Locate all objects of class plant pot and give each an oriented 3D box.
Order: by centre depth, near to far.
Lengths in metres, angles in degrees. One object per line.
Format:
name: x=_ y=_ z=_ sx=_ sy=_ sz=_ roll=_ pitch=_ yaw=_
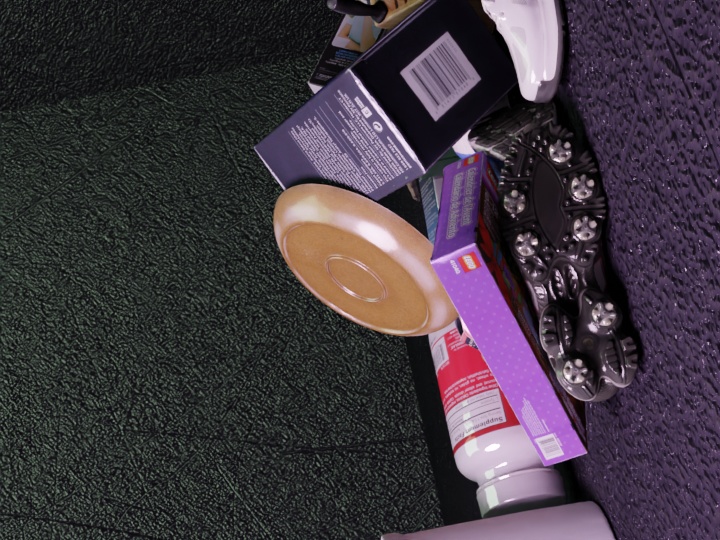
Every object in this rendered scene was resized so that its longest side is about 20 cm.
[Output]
plant pot: x=0.000 y=0.000 z=0.996 sx=0.028 sy=0.197 sz=0.201 roll=-57 pitch=-20 yaw=-26

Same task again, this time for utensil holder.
utensil holder: x=0.129 y=0.303 z=0.963 sx=0.170 sy=0.196 sz=0.174 roll=170 pitch=90 yaw=-88

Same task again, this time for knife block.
knife block: x=0.042 y=-0.256 z=0.991 sx=0.200 sy=0.172 sz=0.065 roll=93 pitch=167 yaw=-82

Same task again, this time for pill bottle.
pill bottle: x=0.139 y=0.138 z=1.079 sx=0.113 sy=0.110 sz=0.203 roll=84 pitch=175 yaw=-64

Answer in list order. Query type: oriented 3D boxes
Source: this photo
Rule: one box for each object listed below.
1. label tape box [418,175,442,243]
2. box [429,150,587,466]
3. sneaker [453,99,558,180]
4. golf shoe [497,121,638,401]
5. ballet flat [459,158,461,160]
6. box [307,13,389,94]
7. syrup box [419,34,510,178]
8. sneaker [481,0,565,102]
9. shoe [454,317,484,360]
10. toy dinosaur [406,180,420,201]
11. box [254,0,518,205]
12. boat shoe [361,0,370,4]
label tape box: x=0.108 y=-0.114 z=1.355 sx=0.144 sy=0.062 sz=0.204 roll=132 pitch=128 yaw=-86
box: x=0.117 y=0.028 z=0.831 sx=0.202 sy=0.039 sz=0.138 roll=59 pitch=-157 yaw=-26
sneaker: x=0.133 y=-0.090 z=0.916 sx=0.090 sy=0.078 sz=0.200 roll=63 pitch=180 yaw=-7
golf shoe: x=0.145 y=-0.003 z=0.796 sx=0.088 sy=0.076 sz=0.204 roll=55 pitch=-155 yaw=-78
ballet flat: x=0.128 y=-0.052 z=1.179 sx=0.201 sy=0.071 sz=0.073 roll=82 pitch=177 yaw=-65
box: x=0.028 y=-0.251 z=1.188 sx=0.203 sy=0.059 sz=0.117 roll=-65 pitch=-28 yaw=-13
syrup box: x=0.098 y=-0.166 z=1.138 sx=0.200 sy=0.080 sz=0.080 roll=102 pitch=157 yaw=-79
sneaker: x=0.084 y=-0.219 z=0.822 sx=0.076 sy=0.113 sz=0.205 roll=109 pitch=151 yaw=-85
shoe: x=0.140 y=0.072 z=1.015 sx=0.072 sy=0.089 sz=0.204 roll=85 pitch=175 yaw=-69
toy dinosaur: x=0.057 y=-0.190 z=1.268 sx=0.047 sy=0.087 sz=0.203 roll=-22 pitch=-48 yaw=-61
box: x=0.019 y=-0.137 z=0.959 sx=0.105 sy=0.148 sz=0.199 roll=51 pitch=149 yaw=-9
boat shoe: x=0.031 y=-0.276 z=1.088 sx=0.198 sy=0.068 sz=0.073 roll=29 pitch=-137 yaw=-29
